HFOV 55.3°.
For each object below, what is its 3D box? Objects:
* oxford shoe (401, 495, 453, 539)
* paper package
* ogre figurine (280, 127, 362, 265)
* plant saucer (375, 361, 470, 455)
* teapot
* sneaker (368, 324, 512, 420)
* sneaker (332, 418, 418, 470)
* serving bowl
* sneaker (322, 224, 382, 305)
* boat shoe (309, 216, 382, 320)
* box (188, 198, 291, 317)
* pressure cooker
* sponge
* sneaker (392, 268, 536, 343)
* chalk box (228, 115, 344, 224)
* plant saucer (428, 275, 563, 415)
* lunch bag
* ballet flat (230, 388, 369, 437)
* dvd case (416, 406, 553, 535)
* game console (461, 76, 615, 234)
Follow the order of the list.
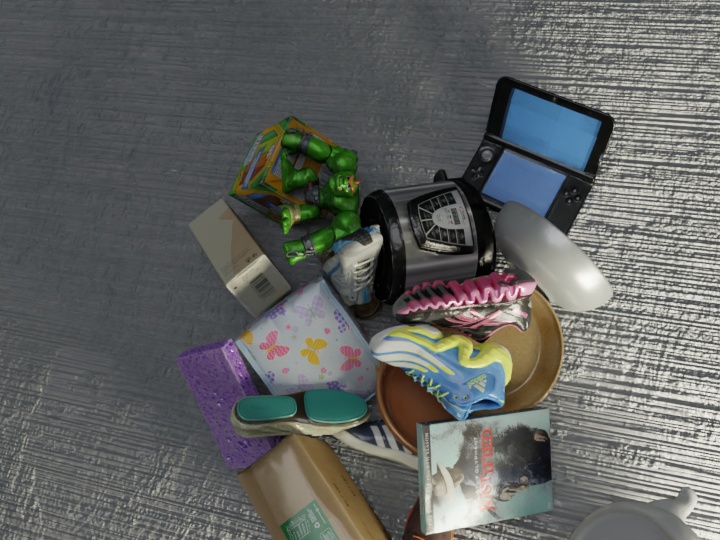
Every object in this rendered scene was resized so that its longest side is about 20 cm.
[{"bbox_3d":[0.084,0.396,0.956,0.070,0.073,0.202,12,74,18],"label":"oxford shoe"},{"bbox_3d":[-0.055,0.337,0.947,0.103,0.191,0.201,-38,68,-1],"label":"paper package"},{"bbox_3d":[-0.058,-0.114,1.015,0.118,0.099,0.202,-2,55,-5],"label":"ogre figurine"},{"bbox_3d":[0.114,0.188,1.000,0.197,0.038,0.202,8,52,-11],"label":"plant saucer"},{"bbox_3d":[0.360,0.396,0.858,0.200,0.145,0.199,-41,42,24],"label":"teapot"},{"bbox_3d":[0.107,0.137,0.911,0.197,0.076,0.106,7,53,-2],"label":"sneaker"},{"bbox_3d":[0.048,0.238,1.021,0.197,0.075,0.086,17,76,6],"label":"sneaker"},{"bbox_3d":[0.262,-0.008,0.988,0.066,0.200,0.200,-45,67,1],"label":"serving bowl"},{"bbox_3d":[0.000,0.000,0.985,0.074,0.200,0.088,-19,77,-13],"label":"sneaker"},{"bbox_3d":[-0.027,-0.015,1.129,0.074,0.068,0.201,-34,67,0],"label":"boat shoe"},{"bbox_3d":[-0.201,-0.025,1.125,0.077,0.095,0.200,-38,45,-4],"label":"box"},{"bbox_3d":[0.110,-0.048,1.039,0.197,0.178,0.179,-8,32,-16],"label":"pressure cooker"},{"bbox_3d":[-0.195,0.205,1.036,0.111,0.030,0.202,-14,106,35],"label":"sponge"},{"bbox_3d":[0.144,0.061,0.940,0.197,0.079,0.097,-8,112,3],"label":"sneaker"},{"bbox_3d":[-0.130,-0.157,1.152,0.199,0.123,0.126,-4,61,59],"label":"chalk box"},{"bbox_3d":[0.190,0.109,0.987,0.197,0.035,0.203,0,87,-2],"label":"plant saucer"},{"bbox_3d":[-0.069,0.133,1.057,0.169,0.127,0.201,-36,94,1],"label":"lunch bag"},{"bbox_3d":[-0.087,0.209,0.988,0.197,0.063,0.068,3,45,-9],"label":"ballet flat"},{"bbox_3d":[0.171,0.268,0.933,0.197,0.022,0.148,-2,91,-18],"label":"dvd case"},{"bbox_3d":[0.270,-0.178,1.087,0.198,0.118,0.172,27,79,21],"label":"game console"}]
